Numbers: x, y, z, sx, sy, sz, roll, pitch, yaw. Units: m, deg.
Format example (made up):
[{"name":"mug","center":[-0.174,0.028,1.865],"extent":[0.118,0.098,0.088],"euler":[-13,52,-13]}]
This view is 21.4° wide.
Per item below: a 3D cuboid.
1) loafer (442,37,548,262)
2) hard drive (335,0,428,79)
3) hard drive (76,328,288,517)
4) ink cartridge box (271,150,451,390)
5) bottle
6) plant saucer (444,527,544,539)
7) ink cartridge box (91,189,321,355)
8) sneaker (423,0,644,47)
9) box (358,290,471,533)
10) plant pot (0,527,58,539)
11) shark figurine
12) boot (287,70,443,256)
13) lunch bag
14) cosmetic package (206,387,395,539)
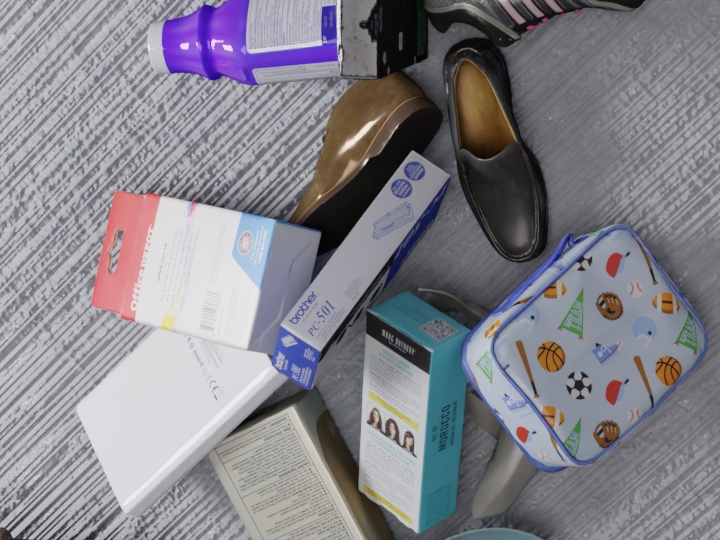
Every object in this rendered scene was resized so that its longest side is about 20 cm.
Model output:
[{"name":"loafer","center":[0.111,-0.098,1.637],"extent":[0.073,0.072,0.200],"euler":[-18,97,14]},{"name":"hard drive","center":[0.020,-0.234,1.564],"extent":[0.038,0.200,0.140],"euler":[3,102,14]},{"name":"hard drive","center":[-0.164,0.111,1.728],"extent":[0.200,0.027,0.132],"euler":[-43,54,16]},{"name":"ink cartridge box","center":[0.000,0.000,1.614],"extent":[0.044,0.094,0.200],"euler":[33,66,7]},{"name":"bottle","center":[-0.084,-0.203,1.655],"extent":[0.200,0.065,0.084],"euler":[-5,57,13]},{"name":"plant saucer","center":[0.100,0.313,1.711],"extent":[0.201,0.039,0.201],"euler":[-6,112,-15]},{"name":"ink cartridge box","center":[-0.139,0.000,1.680],"extent":[0.200,0.067,0.116],"euler":[13,91,39]},{"name":"sneaker","center":[0.143,-0.231,1.606],"extent":[0.199,0.074,0.088],"euler":[4,125,-2]},{"name":"box","center":[0.045,0.124,1.657],"extent":[0.082,0.049,0.200],"euler":[32,133,37]},{"name":"plant pot","center":[-0.269,0.325,1.761],"extent":[0.174,0.200,0.201],"euler":[-11,99,-5]},{"name":"shark figurine","center":[0.130,0.102,1.661],"extent":[0.128,0.090,0.215],"euler":[-17,93,1]},{"name":"boot","center":[-0.011,-0.093,1.681],"extent":[0.200,0.074,0.076],"euler":[-50,58,21]},{"name":"lunch bag","center":[0.189,0.060,1.605],"extent":[0.200,0.076,0.160],"euler":[-41,95,-26]},{"name":"cosmetic package","center":[-0.046,0.219,1.733],"extent":[0.105,0.071,0.200],"euler":[-25,95,18]}]
